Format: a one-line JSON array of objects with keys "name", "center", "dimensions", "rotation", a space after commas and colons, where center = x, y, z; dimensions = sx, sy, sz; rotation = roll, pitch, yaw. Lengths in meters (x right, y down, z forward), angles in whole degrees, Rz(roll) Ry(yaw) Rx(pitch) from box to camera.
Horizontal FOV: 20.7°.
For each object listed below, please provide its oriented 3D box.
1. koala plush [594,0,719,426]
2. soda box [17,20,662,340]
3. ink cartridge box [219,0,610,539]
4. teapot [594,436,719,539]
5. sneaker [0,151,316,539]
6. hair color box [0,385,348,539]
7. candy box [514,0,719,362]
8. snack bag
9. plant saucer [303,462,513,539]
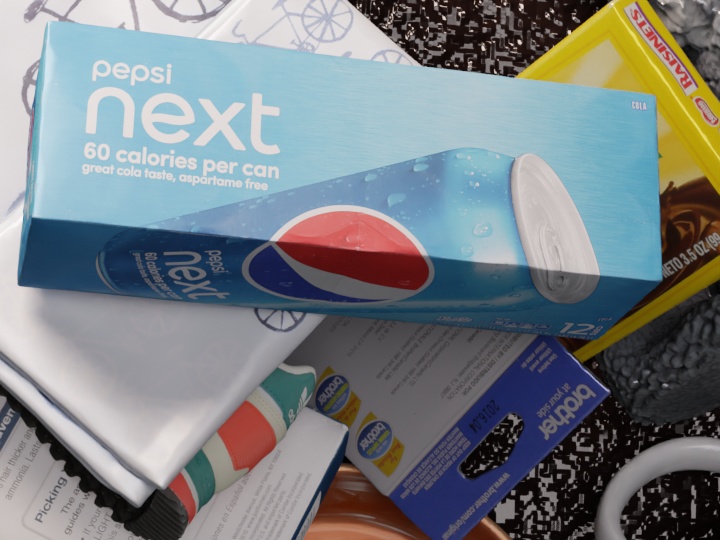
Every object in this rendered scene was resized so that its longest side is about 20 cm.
[{"name": "koala plush", "center": [0.184, -0.064, 0.783], "dimensions": [0.177, 0.184, 0.200], "rotation": [0, 62, -20]}, {"name": "soda box", "center": [-0.007, -0.026, 0.638], "dimensions": [0.200, 0.064, 0.068], "rotation": [5, 69, -11]}, {"name": "ink cartridge box", "center": [0.000, 0.000, 0.750], "dimensions": [0.200, 0.119, 0.042], "rotation": [47, 40, 10]}, {"name": "teapot", "center": [0.182, 0.161, 0.734], "dimensions": [0.146, 0.200, 0.198], "rotation": [-8, 89, -15]}, {"name": "sneaker", "center": [-0.098, -0.002, 0.705], "dimensions": [0.093, 0.070, 0.200], "rotation": [-35, 76, -27]}, {"name": "hair color box", "center": [-0.115, 0.064, 0.743], "dimensions": [0.200, 0.061, 0.100], "rotation": [26, 72, 5]}, {"name": "candy box", "center": [0.061, -0.011, 0.744], "dimensions": [0.026, 0.200, 0.102], "rotation": [-31, 85, -47]}, {"name": "snack bag", "center": [-0.084, -0.051, 0.676], "dimensions": [0.200, 0.021, 0.189], "rotation": [41, 67, 6]}, {"name": "plant saucer", "center": [-0.012, 0.177, 0.780], "dimensions": [0.200, 0.032, 0.201], "rotation": [1, 82, -10]}]
